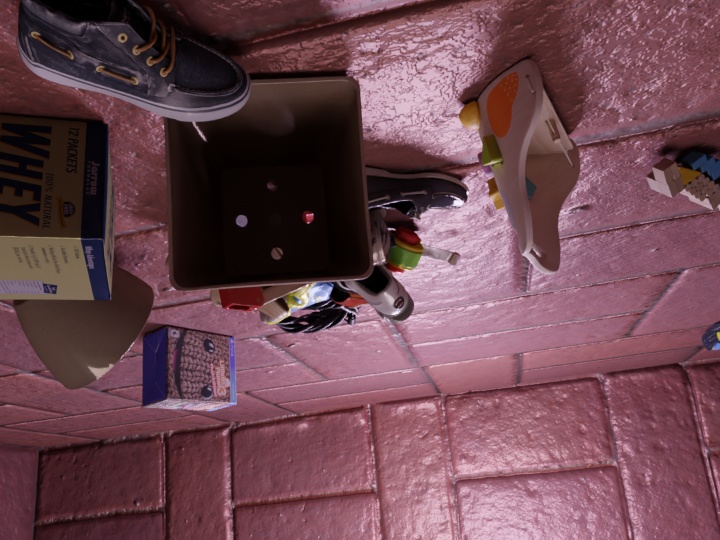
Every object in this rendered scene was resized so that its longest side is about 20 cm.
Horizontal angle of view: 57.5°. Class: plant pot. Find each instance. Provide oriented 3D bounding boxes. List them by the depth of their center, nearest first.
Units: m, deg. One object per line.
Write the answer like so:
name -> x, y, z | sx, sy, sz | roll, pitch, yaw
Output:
plant pot -> -0.098, -0.076, 0.722 | 0.194, 0.206, 0.177 | -4, 173, -6

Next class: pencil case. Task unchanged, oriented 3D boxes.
pencil case -> -0.049, -0.038, 0.973 | 0.195, 0.091, 0.079 | -9, 134, 18

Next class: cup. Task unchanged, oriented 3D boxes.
cup -> -0.441, 0.057, 1.010 | 0.197, 0.204, 0.144 | -17, 132, 30

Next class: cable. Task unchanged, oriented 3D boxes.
cable -> -0.091, 0.088, 1.365 | 0.195, 0.052, 0.163 | 1, 159, -18

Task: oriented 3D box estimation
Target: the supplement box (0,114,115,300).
supplement box -> -0.383, -0.061, 0.735 | 0.194, 0.138, 0.200 | 1, 160, -18

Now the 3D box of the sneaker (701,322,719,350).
sneaker -> 1.113, 0.193, 2.000 | 0.077, 0.067, 0.201 | -19, 160, 3

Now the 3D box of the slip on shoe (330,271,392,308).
slip on shoe -> 0.002, 0.024, 1.190 | 0.060, 0.076, 0.199 | 8, 161, -26

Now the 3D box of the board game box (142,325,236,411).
board game box -> -0.390, 0.230, 1.506 | 0.095, 0.164, 0.198 | -19, 158, 34

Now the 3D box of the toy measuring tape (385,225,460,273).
toy measuring tape -> 0.095, -0.024, 1.060 | 0.196, 0.075, 0.073 | 13, 154, -31

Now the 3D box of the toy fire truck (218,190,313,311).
toy fire truck -> -0.091, -0.029, 0.859 | 0.195, 0.145, 0.049 | -7, 172, -27

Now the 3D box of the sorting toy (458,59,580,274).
sorting toy -> 0.188, -0.095, 0.740 | 0.105, 0.185, 0.199 | -15, 158, 26

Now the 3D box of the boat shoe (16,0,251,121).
boat shoe -> -0.179, -0.184, 0.546 | 0.195, 0.073, 0.091 | 6, 162, -24

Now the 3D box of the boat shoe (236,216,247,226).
boat shoe -> -0.182, -0.056, 0.931 | 0.069, 0.074, 0.200 | 17, 167, 9

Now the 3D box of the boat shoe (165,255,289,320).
boat shoe -> -0.197, 0.021, 0.977 | 0.198, 0.066, 0.072 | 34, -177, -4

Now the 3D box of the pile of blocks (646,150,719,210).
pile of blocks -> 0.483, -0.133, 0.930 | 0.196, 0.084, 0.062 | 14, -163, -24

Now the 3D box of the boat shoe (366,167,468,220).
boat shoe -> 0.061, -0.092, 0.888 | 0.195, 0.064, 0.073 | 3, 159, -24

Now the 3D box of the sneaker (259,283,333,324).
sneaker -> -0.113, 0.051, 1.217 | 0.103, 0.078, 0.199 | 6, 156, -32

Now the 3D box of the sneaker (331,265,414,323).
sneaker -> 0.000, 0.000, 1.034 | 0.198, 0.074, 0.089 | 30, 164, 40
